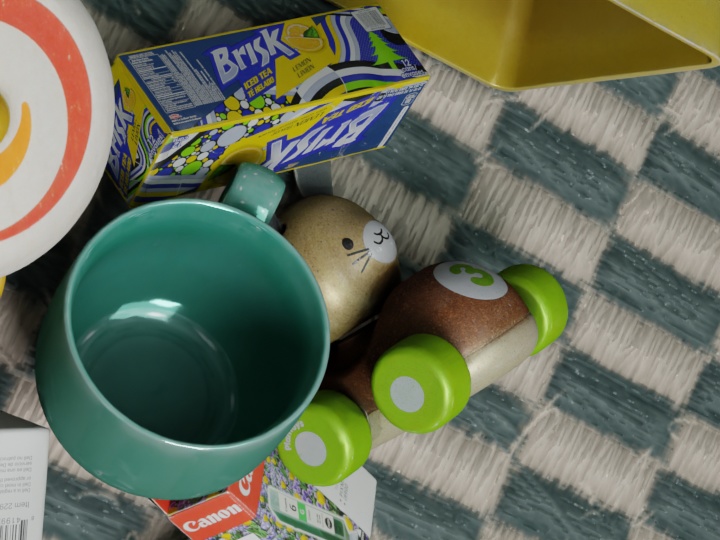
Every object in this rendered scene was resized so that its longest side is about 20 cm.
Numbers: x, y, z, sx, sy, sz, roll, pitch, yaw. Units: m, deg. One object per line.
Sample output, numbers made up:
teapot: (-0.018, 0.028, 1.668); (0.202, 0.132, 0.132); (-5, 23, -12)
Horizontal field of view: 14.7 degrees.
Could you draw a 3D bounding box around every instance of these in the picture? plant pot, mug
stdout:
plant pot: (0.101, -0.232, 1.676); (0.200, 0.200, 0.177); (24, 72, -36)
mug: (-0.093, 0.044, 1.569); (0.185, 0.114, 0.152); (-29, 77, -30)

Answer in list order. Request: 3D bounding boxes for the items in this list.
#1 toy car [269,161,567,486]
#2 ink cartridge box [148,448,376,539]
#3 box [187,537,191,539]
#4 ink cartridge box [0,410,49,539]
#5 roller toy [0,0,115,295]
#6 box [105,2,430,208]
toy car: (0.000, 0.000, 1.678); (0.200, 0.158, 0.164); (58, 35, -1)
ink cartridge box: (-0.070, 0.118, 1.667); (0.200, 0.050, 0.109); (46, 34, -33)
box: (-0.074, 0.264, 1.689); (0.144, 0.036, 0.200); (-60, 135, -58)
ink cartridge box: (-0.260, 0.180, 1.555); (0.145, 0.087, 0.200); (-1, 98, -35)
roller toy: (-0.231, -0.086, 1.489); (0.182, 0.140, 0.200); (42, 75, -33)
box: (-0.060, -0.098, 1.625); (0.200, 0.064, 0.070); (-15, 151, -39)
